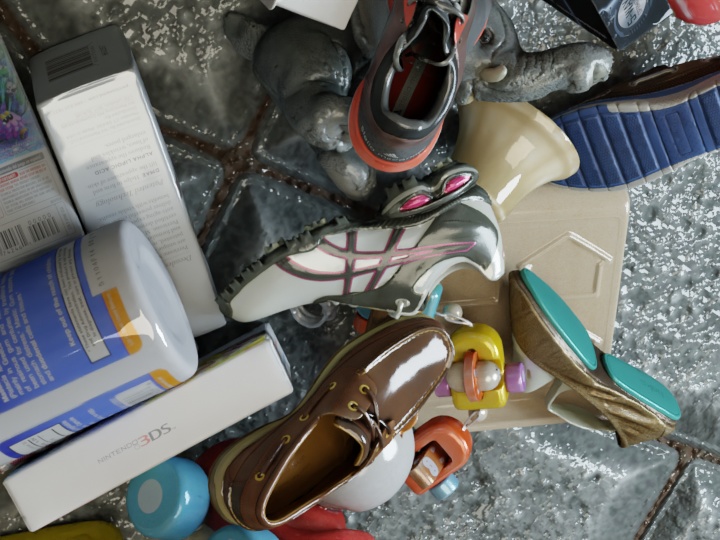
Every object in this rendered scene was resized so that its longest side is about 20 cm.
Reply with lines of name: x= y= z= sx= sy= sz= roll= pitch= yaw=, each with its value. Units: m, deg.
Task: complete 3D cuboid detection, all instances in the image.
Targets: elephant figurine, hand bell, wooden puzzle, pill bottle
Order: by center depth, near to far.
pill bottle: x=-0.215 y=0.057 z=0.986 sx=0.199 sy=0.112 sz=0.112 roll=-24 pitch=119 yaw=4
elephant figurine: x=0.038 y=-0.152 z=1.052 sx=0.200 sy=0.142 sz=0.155 roll=-38 pitch=122 yaw=3
hand bell: x=0.059 y=-0.024 z=1.096 sx=0.104 sy=0.104 sz=0.200 roll=43 pitch=74 yaw=-28
wooden puzzle: x=0.112 y=0.025 z=1.212 sx=0.184 sy=0.046 sz=0.201 roll=-4 pitch=111 yaw=-15

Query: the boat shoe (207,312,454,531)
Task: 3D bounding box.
boat shoe: x=-0.008 y=0.105 z=1.027 sx=0.200 sy=0.067 sz=0.072 roll=-38 pitch=113 yaw=-19

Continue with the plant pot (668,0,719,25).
plant pot: x=0.240 y=-0.277 z=1.024 sx=0.182 sy=0.201 sz=0.200 roll=-38 pitch=119 yaw=13

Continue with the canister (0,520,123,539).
canister: x=-0.243 y=0.307 z=1.214 sx=0.148 sy=0.087 sz=0.201 roll=-9 pitch=115 yaw=-13

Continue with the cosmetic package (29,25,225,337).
cosmetic package: x=-0.159 y=-0.054 z=1.060 sx=0.074 sy=0.102 sz=0.201 roll=-21 pitch=120 yaw=-4

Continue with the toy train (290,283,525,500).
toy train: x=0.036 y=0.082 z=1.157 sx=0.150 sy=0.056 sz=0.200 roll=-32 pitch=101 yaw=22

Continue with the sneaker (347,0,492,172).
sneaker: x=0.050 y=-0.161 z=0.955 sx=0.077 sy=0.082 sz=0.201 roll=14 pitch=80 yaw=-9

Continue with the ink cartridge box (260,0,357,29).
ink cartridge box: x=-0.029 y=-0.226 z=0.960 sx=0.067 sy=0.200 sz=0.118 roll=18 pitch=108 yaw=-23

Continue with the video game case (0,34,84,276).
video game case: x=-0.304 y=-0.064 z=0.995 sx=0.199 sy=0.024 sz=0.183 roll=-23 pitch=88 yaw=-13

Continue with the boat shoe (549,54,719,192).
boat shoe: x=0.222 y=-0.113 z=1.156 sx=0.199 sy=0.072 sz=0.073 roll=-12 pitch=118 yaw=18

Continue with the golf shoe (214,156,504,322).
golf shoe: x=0.000 y=0.000 z=1.035 sx=0.199 sy=0.077 sz=0.088 roll=-24 pitch=89 yaw=4

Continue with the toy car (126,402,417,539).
toy car: x=-0.032 y=0.141 z=1.135 sx=0.184 sy=0.177 sz=0.201 roll=21 pitch=101 yaw=-51

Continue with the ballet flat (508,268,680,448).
ballet flat: x=0.164 y=0.079 z=1.195 sx=0.072 sy=0.068 sz=0.200 roll=-39 pitch=121 yaw=22

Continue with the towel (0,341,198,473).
towel: x=-0.208 y=0.098 z=1.097 sx=0.199 sy=0.146 sz=0.030 roll=-28 pitch=95 yaw=-3

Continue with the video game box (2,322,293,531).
video game box: x=-0.143 y=0.105 z=1.094 sx=0.199 sy=0.182 sz=0.047 roll=-28 pitch=91 yaw=-2

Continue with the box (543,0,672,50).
box: x=0.111 y=-0.241 z=0.995 sx=0.043 sy=0.200 sz=0.160 roll=-36 pitch=120 yaw=1
